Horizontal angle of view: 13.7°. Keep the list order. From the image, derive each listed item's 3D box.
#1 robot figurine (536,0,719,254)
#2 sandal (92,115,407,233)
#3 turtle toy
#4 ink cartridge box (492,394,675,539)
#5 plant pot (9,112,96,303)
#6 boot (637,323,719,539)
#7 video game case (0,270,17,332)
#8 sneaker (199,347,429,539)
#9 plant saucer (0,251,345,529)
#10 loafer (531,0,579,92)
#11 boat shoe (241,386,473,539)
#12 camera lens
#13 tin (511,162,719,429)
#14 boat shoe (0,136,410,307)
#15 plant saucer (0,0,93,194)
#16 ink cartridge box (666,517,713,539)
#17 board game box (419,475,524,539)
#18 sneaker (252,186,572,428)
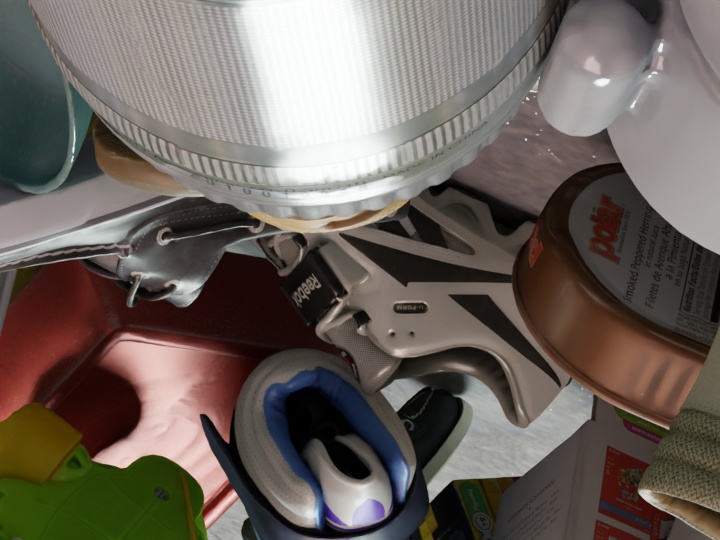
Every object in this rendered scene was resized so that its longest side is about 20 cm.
[{"bbox_3d":[0.130,-0.069,0.818,0.169,0.113,0.200,-16,167,-12],"label":"robot figurine"},{"bbox_3d":[-0.010,-0.042,1.011,0.080,0.054,0.200,15,-162,30],"label":"sandal"},{"bbox_3d":[-0.115,0.136,1.253,0.146,0.200,0.101,37,122,3],"label":"turtle toy"},{"bbox_3d":[0.158,0.153,1.294,0.199,0.176,0.084,25,142,-15],"label":"ink cartridge box"},{"bbox_3d":[-0.186,0.002,1.378,0.199,0.142,0.200,20,162,7],"label":"plant pot"},{"bbox_3d":[0.205,0.049,0.999,0.199,0.155,0.072,22,163,4],"label":"boot"},{"bbox_3d":[-0.214,-0.021,1.278,0.199,0.183,0.024,7,169,42],"label":"video game case"},{"bbox_3d":[-0.001,0.129,1.260,0.080,0.201,0.147,-20,166,-7],"label":"sneaker"},{"bbox_3d":[-0.101,0.068,1.343,0.200,0.037,0.200,11,133,-45],"label":"plant saucer"},{"bbox_3d":[0.001,-0.092,0.996,0.199,0.072,0.063,14,168,17],"label":"loafer"},{"bbox_3d":[-0.006,0.095,1.424,0.066,0.199,0.075,43,126,-2],"label":"boat shoe"},{"bbox_3d":[-0.020,-0.115,0.791,0.159,0.161,0.200,19,162,11],"label":"camera lens"},{"bbox_3d":[0.153,0.024,1.083,0.199,0.112,0.042,23,122,-2],"label":"tin"},{"bbox_3d":[-0.068,-0.020,1.108,0.199,0.067,0.070,-18,-164,-27],"label":"boat shoe"},{"bbox_3d":[-0.142,-0.122,1.018,0.200,0.036,0.200,46,156,28],"label":"plant saucer"},{"bbox_3d":[0.233,0.120,1.239,0.199,0.116,0.067,28,161,-13],"label":"ink cartridge box"},{"bbox_3d":[0.127,0.188,1.351,0.165,0.201,0.057,-2,148,-32],"label":"board game box"},{"bbox_3d":[0.000,0.000,1.232,0.199,0.089,0.074,24,163,2],"label":"sneaker"}]
